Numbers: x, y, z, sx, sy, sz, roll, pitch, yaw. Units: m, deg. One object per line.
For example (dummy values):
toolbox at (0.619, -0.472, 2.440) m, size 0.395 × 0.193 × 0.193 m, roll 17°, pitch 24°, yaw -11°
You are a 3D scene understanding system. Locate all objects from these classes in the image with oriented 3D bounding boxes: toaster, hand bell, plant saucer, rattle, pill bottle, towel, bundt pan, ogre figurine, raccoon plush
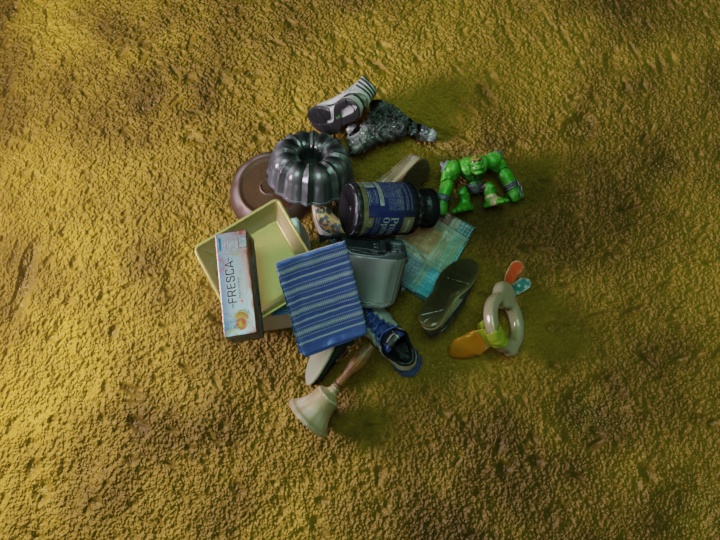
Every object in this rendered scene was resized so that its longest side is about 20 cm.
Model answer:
toaster at (0.000, 0.000, 1.403) m, size 0.197 × 0.114 × 0.131 m, roll 6°, pitch 110°, yaw -3°
hand bell at (-0.041, 0.227, 1.357) m, size 0.104 × 0.104 × 0.200 m, roll 43°, pitch 93°, yaw 14°
plant saucer at (-0.208, -0.188, 1.543) m, size 0.198 × 0.037 × 0.203 m, roll -2°, pitch 74°, yaw 5°
rattle at (0.278, 0.088, 1.428) m, size 0.129 × 0.143 × 0.202 m, roll 22°, pitch 58°, yaw -22°
pill bottle at (0.062, -0.131, 1.420) m, size 0.198 × 0.112 × 0.113 m, roll -3°, pitch 72°, yaw -22°
towel at (0.144, -0.047, 1.481) m, size 0.146 × 0.022 × 0.201 m, roll 31°, pitch 79°, yaw 12°
bundt pan at (-0.110, -0.238, 1.485) m, size 0.199 × 0.076 × 0.203 m, roll 3°, pitch 48°, yaw -4°
plant saucer at (-0.199, -0.008, 1.333) m, size 0.199 × 0.048 × 0.201 m, roll -30°, pitch 76°, yaw -3°
ogre figurine at (0.251, -0.194, 1.479) m, size 0.198 × 0.098 × 0.121 m, roll -12°, pitch 90°, yaw 16°
towel at (-0.072, 0.057, 1.289) m, size 0.143 × 0.024 × 0.202 m, roll -18°, pitch 111°, yaw -10°
raccoon plush at (0.062, -0.298, 1.526) m, size 0.198 × 0.097 × 0.135 m, roll 24°, pitch 85°, yaw 11°

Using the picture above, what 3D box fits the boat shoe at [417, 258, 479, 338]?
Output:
boat shoe at (0.187, 0.058, 1.426) m, size 0.071 × 0.066 × 0.201 m, roll 24°, pitch 57°, yaw 25°

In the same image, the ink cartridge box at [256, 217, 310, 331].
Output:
ink cartridge box at (-0.179, 0.012, 1.426) m, size 0.145 × 0.145 × 0.203 m, roll -7°, pitch 74°, yaw 4°

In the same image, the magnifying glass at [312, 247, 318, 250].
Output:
magnifying glass at (-0.090, 0.045, 1.454) m, size 0.022 × 0.080 × 0.202 m, roll -6°, pitch 64°, yaw 7°

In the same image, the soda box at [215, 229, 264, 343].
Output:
soda box at (-0.228, 0.030, 1.265) m, size 0.063 × 0.068 × 0.203 m, roll -9°, pitch 74°, yaw 3°

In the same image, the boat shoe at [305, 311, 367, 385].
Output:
boat shoe at (-0.053, 0.161, 1.388) m, size 0.203 × 0.063 × 0.074 m, roll -60°, pitch 31°, yaw 20°

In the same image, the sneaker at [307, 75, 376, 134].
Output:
sneaker at (-0.032, -0.378, 1.532) m, size 0.115 × 0.199 × 0.076 m, roll -47°, pitch 116°, yaw -28°

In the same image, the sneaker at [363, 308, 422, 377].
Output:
sneaker at (0.054, 0.128, 1.390) m, size 0.080 × 0.115 × 0.199 m, roll -41°, pitch 74°, yaw -8°

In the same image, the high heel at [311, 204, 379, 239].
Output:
high heel at (-0.031, -0.111, 1.492) m, size 0.141 × 0.071 × 0.202 m, roll -14°, pitch 78°, yaw -4°

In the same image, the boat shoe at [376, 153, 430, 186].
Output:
boat shoe at (0.068, -0.182, 1.508) m, size 0.200 × 0.071 × 0.064 m, roll -41°, pitch 40°, yaw -6°
